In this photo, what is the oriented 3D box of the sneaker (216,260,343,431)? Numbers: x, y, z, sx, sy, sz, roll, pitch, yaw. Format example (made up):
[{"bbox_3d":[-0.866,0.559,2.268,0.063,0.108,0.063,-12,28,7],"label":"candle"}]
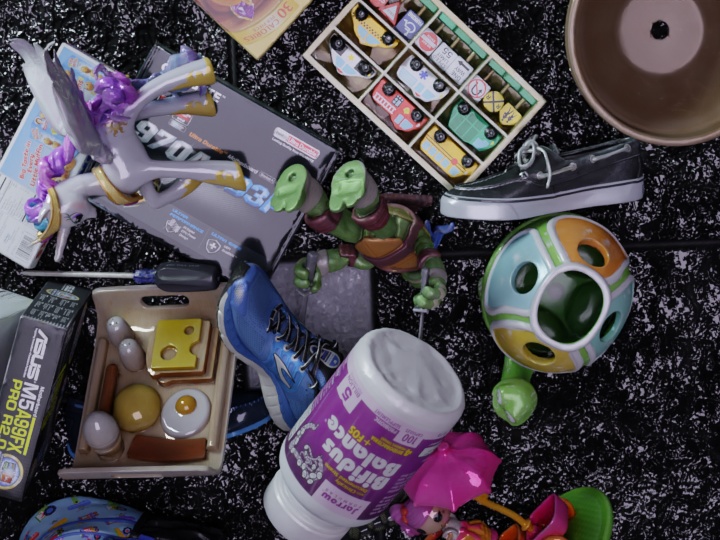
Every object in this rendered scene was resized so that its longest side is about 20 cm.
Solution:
[{"bbox_3d":[-0.060,0.068,1.716,0.089,0.079,0.201,-1,135,34],"label":"sneaker"}]

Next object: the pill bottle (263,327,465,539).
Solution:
[{"bbox_3d":[-0.003,0.156,1.668,0.112,0.112,0.200,32,120,-7],"label":"pill bottle"}]

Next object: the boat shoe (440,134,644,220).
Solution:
[{"bbox_3d":[0.168,-0.089,1.737,0.197,0.074,0.069,-7,103,-7],"label":"boat shoe"}]

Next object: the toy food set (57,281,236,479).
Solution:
[{"bbox_3d":[-0.191,0.100,1.706,0.142,0.061,0.201,-3,55,12],"label":"toy food set"}]

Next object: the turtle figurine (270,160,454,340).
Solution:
[{"bbox_3d":[0.000,0.000,1.695,0.200,0.144,0.194,-46,134,-3],"label":"turtle figurine"}]

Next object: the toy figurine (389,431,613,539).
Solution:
[{"bbox_3d":[0.102,0.231,1.749,0.184,0.151,0.200,38,121,-18],"label":"toy figurine"}]

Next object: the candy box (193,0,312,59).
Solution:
[{"bbox_3d":[-0.068,-0.305,1.712,0.117,0.056,0.200,43,96,-8],"label":"candy box"}]

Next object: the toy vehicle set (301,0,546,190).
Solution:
[{"bbox_3d":[0.059,-0.180,1.750,0.200,0.027,0.124,41,95,-8],"label":"toy vehicle set"}]

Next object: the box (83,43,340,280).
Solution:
[{"bbox_3d":[-0.141,-0.093,1.746,0.199,0.046,0.160,30,98,-6],"label":"box"}]

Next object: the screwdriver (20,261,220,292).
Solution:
[{"bbox_3d":[-0.226,0.008,1.749,0.198,0.029,0.028,-2,140,12],"label":"screwdriver"}]

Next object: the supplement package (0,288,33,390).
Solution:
[{"bbox_3d":[-0.427,0.095,1.701,0.198,0.147,0.193,18,99,5],"label":"supplement package"}]

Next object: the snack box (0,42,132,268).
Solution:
[{"bbox_3d":[-0.290,-0.106,1.744,0.072,0.024,0.201,30,97,6],"label":"snack box"}]

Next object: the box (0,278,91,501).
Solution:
[{"bbox_3d":[-0.293,0.103,1.694,0.044,0.200,0.162,16,97,-5],"label":"box"}]

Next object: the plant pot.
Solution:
[{"bbox_3d":[0.281,-0.218,1.719,0.199,0.093,0.203,0,98,-2],"label":"plant pot"}]

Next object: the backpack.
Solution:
[{"bbox_3d":[-0.238,0.311,1.765,0.198,0.135,0.184,16,97,-2],"label":"backpack"}]

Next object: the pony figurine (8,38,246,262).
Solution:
[{"bbox_3d":[-0.220,-0.123,1.655,0.199,0.166,0.195,-19,106,-12],"label":"pony figurine"}]

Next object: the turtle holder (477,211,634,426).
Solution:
[{"bbox_3d":[0.170,0.035,1.735,0.185,0.132,0.141,-37,99,3],"label":"turtle holder"}]

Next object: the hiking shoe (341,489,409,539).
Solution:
[{"bbox_3d":[0.012,0.226,1.788,0.100,0.076,0.201,29,96,-3],"label":"hiking shoe"}]

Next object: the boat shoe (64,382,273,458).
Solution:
[{"bbox_3d":[-0.183,0.132,1.763,0.198,0.084,0.069,-11,98,-2],"label":"boat shoe"}]
